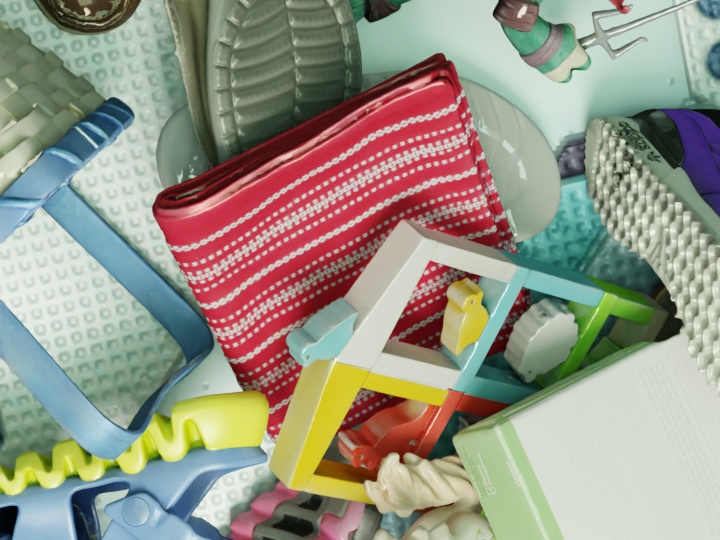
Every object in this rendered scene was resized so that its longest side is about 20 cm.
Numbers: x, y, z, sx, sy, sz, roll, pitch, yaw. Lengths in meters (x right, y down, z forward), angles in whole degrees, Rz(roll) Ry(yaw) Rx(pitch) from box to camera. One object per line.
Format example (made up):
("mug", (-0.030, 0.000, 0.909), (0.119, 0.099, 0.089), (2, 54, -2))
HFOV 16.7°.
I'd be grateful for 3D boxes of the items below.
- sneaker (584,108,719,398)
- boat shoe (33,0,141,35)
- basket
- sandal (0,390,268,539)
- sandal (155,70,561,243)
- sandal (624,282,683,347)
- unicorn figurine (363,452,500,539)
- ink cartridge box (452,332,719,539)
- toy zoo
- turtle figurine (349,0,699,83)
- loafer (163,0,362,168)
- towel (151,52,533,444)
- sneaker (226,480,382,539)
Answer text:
("sneaker", (0.185, -0.014, 1.117), (0.099, 0.200, 0.070), (-11, 133, -18))
("boat shoe", (-0.125, -0.203, 1.074), (0.075, 0.075, 0.202), (-6, 100, -11))
("basket", (-0.150, -0.016, 1.055), (0.200, 0.176, 0.139), (44, 103, -1))
("sandal", (-0.127, 0.120, 1.100), (0.200, 0.079, 0.087), (-19, 82, 12))
("sandal", (-0.002, -0.053, 1.139), (0.203, 0.050, 0.083), (5, 83, -24))
("sandal", (0.225, 0.029, 1.195), (0.200, 0.054, 0.080), (-5, 100, -11))
("unicorn figurine", (0.031, 0.179, 1.118), (0.074, 0.137, 0.200), (21, 102, 22))
("ink cartridge box", (0.158, 0.099, 1.135), (0.200, 0.048, 0.146), (-25, 91, -29))
("toy zoo", (0.041, 0.050, 1.119), (0.200, 0.020, 0.131), (15, 109, -42))
("turtle figurine", (0.056, -0.160, 1.109), (0.200, 0.101, 0.150), (-7, 86, 1))
("loafer", (-0.050, -0.126, 1.066), (0.075, 0.070, 0.200), (-11, 102, -25))
("towel", (0.000, 0.000, 1.099), (0.145, 0.022, 0.200), (-27, 140, -3))
("sneaker", (-0.031, 0.188, 1.169), (0.095, 0.079, 0.200), (22, 95, -36))
